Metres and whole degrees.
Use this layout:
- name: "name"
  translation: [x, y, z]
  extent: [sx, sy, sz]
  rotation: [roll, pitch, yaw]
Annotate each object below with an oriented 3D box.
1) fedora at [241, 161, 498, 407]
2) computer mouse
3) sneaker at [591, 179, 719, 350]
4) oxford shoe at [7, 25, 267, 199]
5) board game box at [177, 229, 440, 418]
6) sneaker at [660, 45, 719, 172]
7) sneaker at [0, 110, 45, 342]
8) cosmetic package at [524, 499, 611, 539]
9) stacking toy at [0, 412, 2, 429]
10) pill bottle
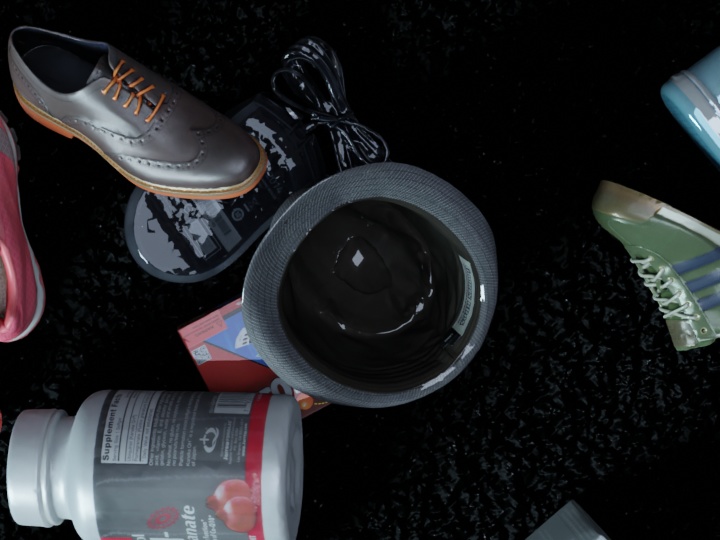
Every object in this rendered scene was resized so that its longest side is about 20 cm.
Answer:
- name: "fedora"
  translation: [0.000, 0.000, 1.256]
  extent: [0.199, 0.090, 0.178]
  rotation: [29, 101, -30]
- name: "computer mouse"
  translation: [-0.082, -0.063, 1.291]
  extent: [0.199, 0.053, 0.139]
  rotation: [-32, 102, -12]
- name: "sneaker"
  translation: [0.247, 0.015, 1.326]
  extent: [0.199, 0.067, 0.091]
  rotation: [26, 89, -12]
- name: "oxford shoe"
  translation: [-0.157, -0.108, 1.225]
  extent: [0.198, 0.073, 0.072]
  rotation: [22, 70, 12]
- name: "board game box"
  translation: [-0.024, 0.041, 1.325]
  extent: [0.199, 0.019, 0.104]
  rotation: [-28, 101, -2]
- name: "sneaker"
  translation: [0.328, -0.099, 1.315]
  extent: [0.130, 0.080, 0.200]
  rotation: [-42, 101, 2]
- name: "sneaker"
  translation: [-0.265, -0.044, 1.251]
  extent: [0.073, 0.087, 0.202]
  rotation: [-17, 100, -5]
- name: "cosmetic package"
  translation: [0.117, 0.272, 1.331]
  extent: [0.200, 0.107, 0.090]
  rotation: [-43, 100, 3]
- name: "stacking toy"
  translation: [-0.351, 0.092, 1.267]
  extent: [0.198, 0.085, 0.086]
  rotation: [15, 96, -12]
- name: "pill bottle"
  translation: [-0.143, 0.141, 1.273]
  extent: [0.198, 0.111, 0.112]
  rotation: [1, 98, 6]
